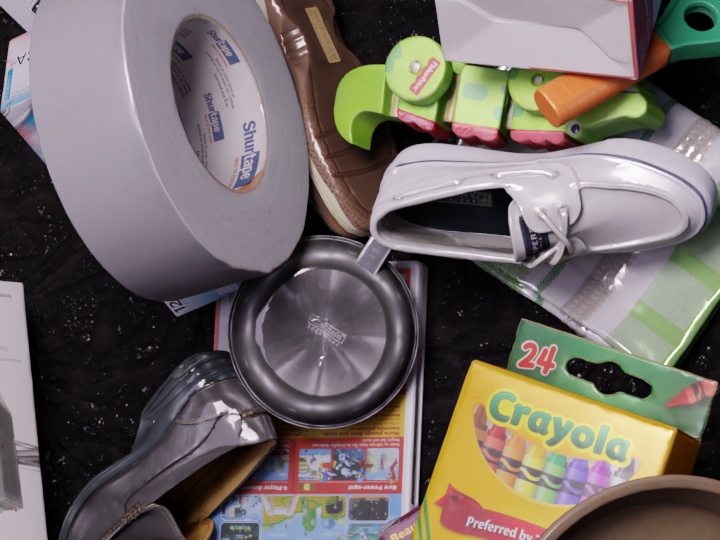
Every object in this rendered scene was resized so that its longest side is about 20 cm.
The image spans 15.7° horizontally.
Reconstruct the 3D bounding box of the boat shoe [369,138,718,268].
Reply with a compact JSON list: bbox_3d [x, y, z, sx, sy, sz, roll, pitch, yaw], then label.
[{"bbox_3d":[0.102,-0.029,1.493,0.199,0.074,0.065,-1,35,22],"label":"boat shoe"}]

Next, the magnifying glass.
[{"bbox_3d":[0.186,-0.137,1.487,0.199,0.022,0.080,-29,66,-18],"label":"magnifying glass"}]

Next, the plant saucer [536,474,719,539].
[{"bbox_3d":[0.156,0.205,1.346,0.199,0.029,0.202,0,91,-14],"label":"plant saucer"}]

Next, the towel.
[{"bbox_3d":[0.139,-0.043,1.544,0.200,0.031,0.150,36,98,27],"label":"towel"}]

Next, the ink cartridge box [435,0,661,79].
[{"bbox_3d":[0.123,-0.206,1.494,0.116,0.068,0.201,8,52,17],"label":"ink cartridge box"}]

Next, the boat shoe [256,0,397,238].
[{"bbox_3d":[-0.037,-0.106,1.630,0.075,0.074,0.204,-34,67,44],"label":"boat shoe"}]

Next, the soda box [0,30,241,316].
[{"bbox_3d":[-0.135,-0.064,1.584,0.063,0.200,0.069,-22,41,20],"label":"soda box"}]

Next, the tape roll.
[{"bbox_3d":[-0.106,-0.087,1.500,0.066,0.200,0.202,-16,74,25],"label":"tape roll"}]

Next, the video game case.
[{"bbox_3d":[-0.029,0.096,1.608,0.142,0.017,0.202,-2,79,26],"label":"video game case"}]

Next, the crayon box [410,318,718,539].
[{"bbox_3d":[0.099,0.133,1.404,0.126,0.051,0.201,17,86,26],"label":"crayon box"}]

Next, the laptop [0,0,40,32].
[{"bbox_3d":[-0.164,-0.217,1.678,0.200,0.116,0.188,43,100,26],"label":"laptop"}]

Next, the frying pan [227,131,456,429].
[{"bbox_3d":[0.009,0.015,1.556,0.190,0.031,0.115,-35,90,-1],"label":"frying pan"}]

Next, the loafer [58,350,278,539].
[{"bbox_3d":[-0.122,0.145,1.601,0.072,0.073,0.201,49,117,35],"label":"loafer"}]

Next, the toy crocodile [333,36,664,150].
[{"bbox_3d":[0.079,-0.096,1.530,0.199,0.067,0.062,7,84,21],"label":"toy crocodile"}]

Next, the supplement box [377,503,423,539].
[{"bbox_3d":[0.120,0.205,1.466,0.131,0.103,0.201,-32,69,17],"label":"supplement box"}]

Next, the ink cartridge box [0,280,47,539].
[{"bbox_3d":[-0.277,0.119,1.667,0.146,0.083,0.201,-21,71,45],"label":"ink cartridge box"}]
